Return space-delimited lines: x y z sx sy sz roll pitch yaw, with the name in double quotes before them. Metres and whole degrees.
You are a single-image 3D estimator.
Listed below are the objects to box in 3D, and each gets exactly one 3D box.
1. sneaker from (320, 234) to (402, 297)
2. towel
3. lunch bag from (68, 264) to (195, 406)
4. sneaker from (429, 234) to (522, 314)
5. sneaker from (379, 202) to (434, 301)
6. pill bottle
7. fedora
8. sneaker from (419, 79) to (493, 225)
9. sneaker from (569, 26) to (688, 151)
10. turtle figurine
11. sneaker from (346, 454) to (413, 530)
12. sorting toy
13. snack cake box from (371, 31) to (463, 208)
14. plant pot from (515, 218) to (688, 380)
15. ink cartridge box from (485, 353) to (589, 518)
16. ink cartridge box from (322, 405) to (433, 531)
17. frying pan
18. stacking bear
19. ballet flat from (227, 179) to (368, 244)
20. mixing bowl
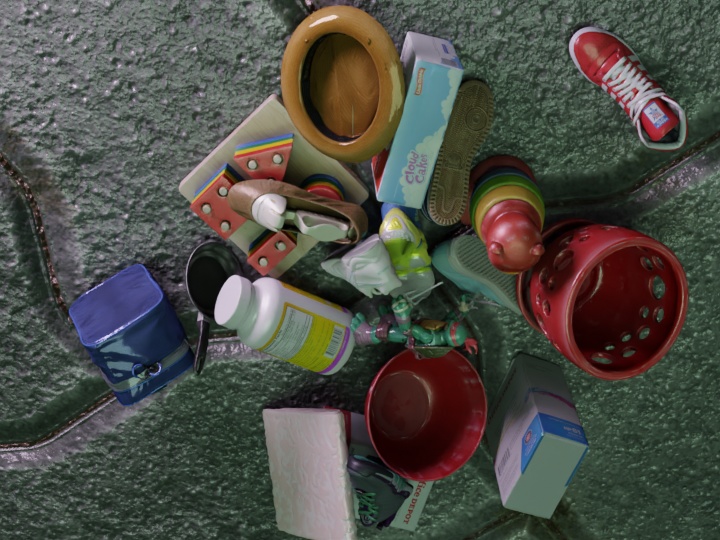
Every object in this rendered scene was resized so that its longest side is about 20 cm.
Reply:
"sneaker" 0.000 0.000 1.588 0.070 0.200 0.081 -37 101 -11
"towel" -0.076 0.311 1.744 0.032 0.189 0.204 -9 93 -39
"lunch bag" -0.320 0.100 1.632 0.135 0.200 0.134 -31 119 -9
"sneaker" 0.184 0.007 1.677 0.199 0.075 0.081 34 156 -29
"sneaker" 0.068 -0.039 1.641 0.074 0.107 0.201 -2 149 6
"pill bottle" -0.110 0.075 1.651 0.198 0.105 0.105 24 117 -30
"fedora" -0.011 -0.247 1.500 0.197 0.082 0.204 10 112 27
"sneaker" 0.127 -0.160 1.582 0.069 0.108 0.204 15 87 -7
"sneaker" 0.361 -0.237 1.509 0.199 0.113 0.071 38 112 -19
"turtle figurine" 0.089 0.076 1.618 0.198 0.103 0.148 -6 169 42
"sneaker" 0.021 0.335 1.680 0.089 0.074 0.200 -63 151 -10
"sorting toy" -0.122 -0.103 1.601 0.198 0.070 0.200 -40 112 18
"snack cake box" 0.073 -0.200 1.522 0.066 0.116 0.203 10 118 -11
"plant pot" 0.329 0.028 1.596 0.197 0.182 0.204 -6 109 -17
"ink cartridge box" 0.261 0.246 1.722 0.083 0.201 0.146 16 118 -13
"ink cartridge box" 0.015 0.317 1.821 0.196 0.083 0.148 14 117 -8
"frying pan" -0.210 0.055 1.645 0.031 0.114 0.194 -9 82 41
"stacking bear" 0.201 -0.066 1.549 0.119 0.201 0.116 7 119 -4
"ballet flat" -0.084 -0.072 1.537 0.196 0.073 0.069 15 117 -9
"mixing bowl" 0.081 0.209 1.729 0.196 0.108 0.204 0 90 -23
